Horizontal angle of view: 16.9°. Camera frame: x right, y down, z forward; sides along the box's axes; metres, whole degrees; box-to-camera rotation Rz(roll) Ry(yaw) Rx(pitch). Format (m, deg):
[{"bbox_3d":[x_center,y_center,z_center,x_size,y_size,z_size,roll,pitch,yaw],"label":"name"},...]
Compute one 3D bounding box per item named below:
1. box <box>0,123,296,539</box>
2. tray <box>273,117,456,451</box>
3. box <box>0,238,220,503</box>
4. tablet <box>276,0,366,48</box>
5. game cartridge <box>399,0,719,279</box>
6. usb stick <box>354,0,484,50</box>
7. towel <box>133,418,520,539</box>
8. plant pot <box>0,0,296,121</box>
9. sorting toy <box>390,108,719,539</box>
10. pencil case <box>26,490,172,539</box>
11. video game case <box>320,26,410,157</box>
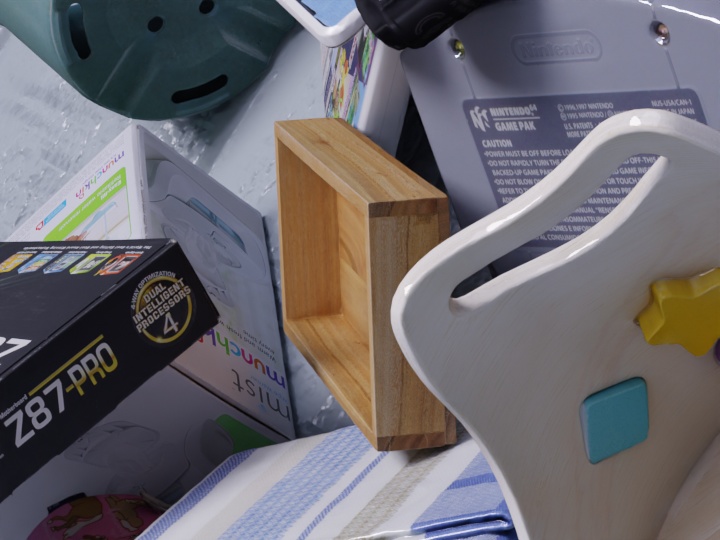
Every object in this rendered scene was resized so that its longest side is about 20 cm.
[{"bbox_3d":[-0.140,0.061,1.180,0.200,0.097,0.177,-41,36,22],"label":"box"},{"bbox_3d":[0.000,0.000,1.016,0.200,0.037,0.099,-137,43,-72],"label":"tray"},{"bbox_3d":[-0.178,0.047,1.054,0.161,0.049,0.200,-41,24,-29],"label":"box"},{"bbox_3d":[0.036,-0.183,1.012,0.200,0.014,0.130,-42,38,-1],"label":"tablet"},{"bbox_3d":[0.100,-0.052,0.940,0.041,0.133,0.200,-35,22,-31],"label":"game cartridge"},{"bbox_3d":[0.085,-0.151,0.913,0.200,0.055,0.033,-36,79,12],"label":"usb stick"},{"bbox_3d":[0.000,0.091,0.947,0.200,0.024,0.147,-14,14,30],"label":"towel"},{"bbox_3d":[-0.136,-0.190,1.329,0.200,0.200,0.196,-51,40,7],"label":"plant pot"},{"bbox_3d":[0.111,0.023,0.807,0.200,0.180,0.107,-36,37,28],"label":"sorting toy"},{"bbox_3d":[-0.075,0.155,1.027,0.200,0.083,0.087,21,108,57],"label":"pencil case"},{"bbox_3d":[0.009,-0.142,1.137,0.182,0.023,0.200,-94,13,-45],"label":"video game case"}]
